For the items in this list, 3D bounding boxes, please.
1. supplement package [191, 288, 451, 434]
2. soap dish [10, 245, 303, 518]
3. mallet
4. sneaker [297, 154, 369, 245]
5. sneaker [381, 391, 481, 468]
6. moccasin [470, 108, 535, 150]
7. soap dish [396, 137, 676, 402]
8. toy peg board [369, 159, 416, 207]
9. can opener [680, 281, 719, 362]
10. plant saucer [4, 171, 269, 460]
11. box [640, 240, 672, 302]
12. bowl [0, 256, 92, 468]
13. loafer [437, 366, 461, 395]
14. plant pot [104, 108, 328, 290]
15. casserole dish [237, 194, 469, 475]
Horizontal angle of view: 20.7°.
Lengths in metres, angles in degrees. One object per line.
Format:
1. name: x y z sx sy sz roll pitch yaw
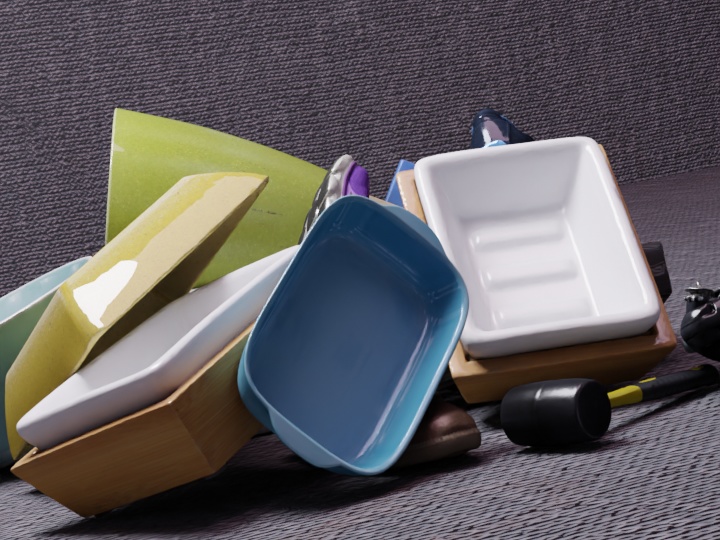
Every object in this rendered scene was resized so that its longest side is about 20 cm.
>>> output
1. supplement package: -0.031 0.053 1.542 0.199 0.114 0.110 -11 5 -13
2. soap dish: -0.109 0.073 1.266 0.157 0.081 0.200 -23 12 39
3. mallet: 0.165 0.083 1.291 0.066 0.041 0.200 -9 -1 35
4. sneaker: 0.000 0.000 1.452 0.083 0.200 0.081 12 -46 -17
5. sneaker: 0.003 0.086 1.296 0.070 0.076 0.200 -12 5 -33
6. moccasin: 0.144 -0.062 1.570 0.080 0.068 0.200 -21 -37 9
7. soap dish: 0.121 0.001 1.414 0.157 0.081 0.200 -8 48 -7
8. toy peg board: 0.102 -0.044 1.770 0.199 0.098 0.200 21 -9 6
9. can opener: 0.255 0.046 1.367 0.063 0.079 0.200 -14 -6 11
10. plant saucer: -0.170 0.020 1.389 0.200 0.048 0.200 -46 -2 -39
11. box: 0.155 0.029 1.585 0.161 0.049 0.200 -12 -11 -2
12. bowl: -0.270 0.083 1.539 0.200 0.105 0.201 -29 10 5
13. loafer: 0.066 0.078 1.466 0.199 0.063 0.072 -7 -19 -14
14. plant pot: -0.109 -0.034 1.639 0.199 0.188 0.187 4 3 -6
15. casserole dish: -0.007 0.043 1.225 0.039 0.121 0.200 -39 18 49
